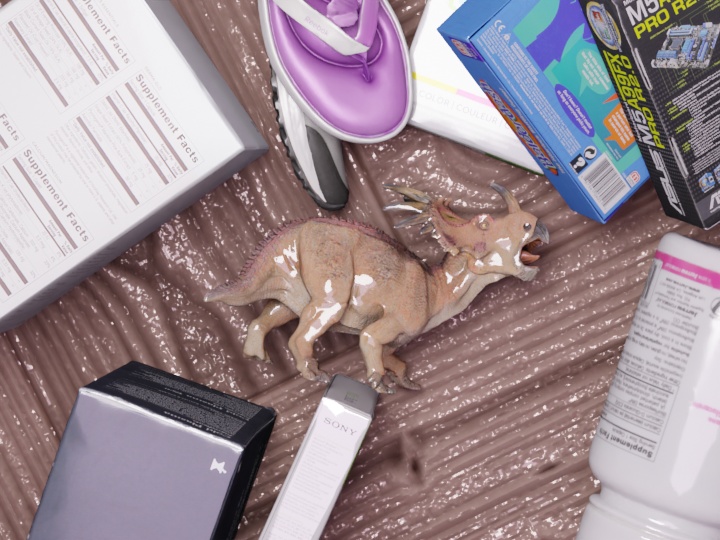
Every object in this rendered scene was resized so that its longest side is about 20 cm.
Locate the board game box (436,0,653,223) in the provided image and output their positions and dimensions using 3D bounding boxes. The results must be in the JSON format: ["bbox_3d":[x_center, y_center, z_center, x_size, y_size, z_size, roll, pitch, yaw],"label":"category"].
[{"bbox_3d":[0.163,-0.151,1.569,0.200,0.045,0.152,-43,117,-9],"label":"board game box"}]

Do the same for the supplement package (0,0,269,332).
[{"bbox_3d":[-0.183,-0.077,1.591,0.200,0.152,0.151,-35,90,5],"label":"supplement package"}]

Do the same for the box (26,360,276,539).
[{"bbox_3d":[-0.137,0.168,1.587,0.104,0.182,0.200,19,94,2],"label":"box"}]

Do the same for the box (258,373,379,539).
[{"bbox_3d":[-0.044,0.163,1.600,0.036,0.144,0.200,25,94,1],"label":"box"}]

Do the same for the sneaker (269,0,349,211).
[{"bbox_3d":[-0.019,-0.136,1.620,0.079,0.074,0.201,-4,93,-2],"label":"sneaker"}]

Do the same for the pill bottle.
[{"bbox_3d":[0.204,0.088,1.597,0.113,0.113,0.200,18,95,2],"label":"pill bottle"}]

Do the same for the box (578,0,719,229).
[{"bbox_3d":[0.240,-0.143,1.558,0.200,0.044,0.160,-33,114,-16],"label":"box"}]

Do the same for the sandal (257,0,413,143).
[{"bbox_3d":[-0.024,-0.171,1.566,0.082,0.050,0.203,-19,90,-11],"label":"sandal"}]

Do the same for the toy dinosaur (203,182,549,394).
[{"bbox_3d":[0.000,0.000,1.603,0.200,0.086,0.136,11,92,-17],"label":"toy dinosaur"}]

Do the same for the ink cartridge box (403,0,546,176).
[{"bbox_3d":[0.099,-0.169,1.616,0.104,0.059,0.200,21,94,2],"label":"ink cartridge box"}]
